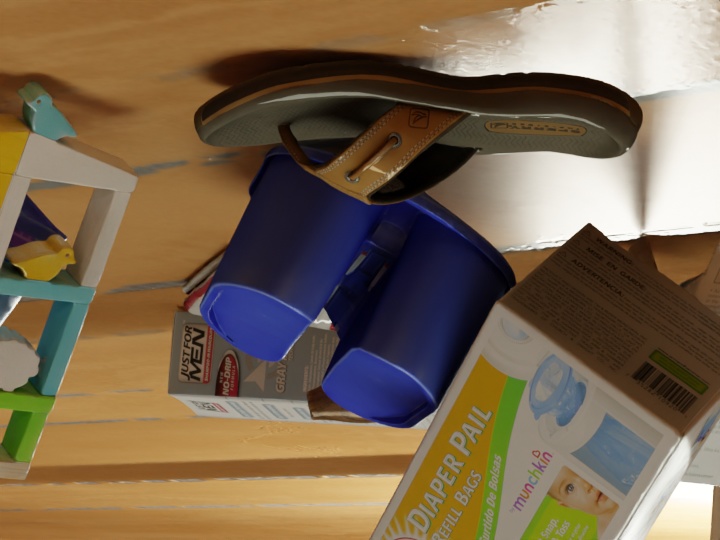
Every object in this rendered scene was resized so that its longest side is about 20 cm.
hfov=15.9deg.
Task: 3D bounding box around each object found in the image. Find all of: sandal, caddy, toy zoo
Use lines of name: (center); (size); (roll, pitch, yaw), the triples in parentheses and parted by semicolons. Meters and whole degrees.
sandal: (0.023, -0.055, 1.129); (0.198, 0.055, 0.082); (4, 169, 4)
caddy: (0.000, 0.000, 1.304); (0.141, 0.105, 0.200); (30, 166, -3)
toy zoo: (-0.185, 0.003, 1.212); (0.130, 0.201, 0.020); (8, -157, -36)

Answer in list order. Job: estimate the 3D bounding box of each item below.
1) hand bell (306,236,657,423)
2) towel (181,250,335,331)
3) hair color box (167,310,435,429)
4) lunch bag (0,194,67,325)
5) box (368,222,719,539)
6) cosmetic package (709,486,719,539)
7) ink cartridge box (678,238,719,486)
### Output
hand bell: (0.069, 0.054, 1.393); (0.198, 0.105, 0.104); (-12, 168, 2)
towel: (-0.003, 0.020, 1.604); (0.198, 0.023, 0.144); (8, 167, -14)
hair color box: (-0.024, 0.069, 1.757); (0.198, 0.061, 0.099); (2, 168, 10)
lunch bag: (-0.265, -0.009, 1.211); (0.094, 0.151, 0.200); (45, -169, 36)
box: (0.094, 0.097, 1.273); (0.112, 0.201, 0.101); (35, -143, 14)
cosmetic package: (0.392, 0.273, 2.232); (0.166, 0.202, 0.166); (1, 169, 17)
ink cartridge box: (0.229, 0.026, 1.303); (0.161, 0.201, 0.057); (7, -149, -16)
